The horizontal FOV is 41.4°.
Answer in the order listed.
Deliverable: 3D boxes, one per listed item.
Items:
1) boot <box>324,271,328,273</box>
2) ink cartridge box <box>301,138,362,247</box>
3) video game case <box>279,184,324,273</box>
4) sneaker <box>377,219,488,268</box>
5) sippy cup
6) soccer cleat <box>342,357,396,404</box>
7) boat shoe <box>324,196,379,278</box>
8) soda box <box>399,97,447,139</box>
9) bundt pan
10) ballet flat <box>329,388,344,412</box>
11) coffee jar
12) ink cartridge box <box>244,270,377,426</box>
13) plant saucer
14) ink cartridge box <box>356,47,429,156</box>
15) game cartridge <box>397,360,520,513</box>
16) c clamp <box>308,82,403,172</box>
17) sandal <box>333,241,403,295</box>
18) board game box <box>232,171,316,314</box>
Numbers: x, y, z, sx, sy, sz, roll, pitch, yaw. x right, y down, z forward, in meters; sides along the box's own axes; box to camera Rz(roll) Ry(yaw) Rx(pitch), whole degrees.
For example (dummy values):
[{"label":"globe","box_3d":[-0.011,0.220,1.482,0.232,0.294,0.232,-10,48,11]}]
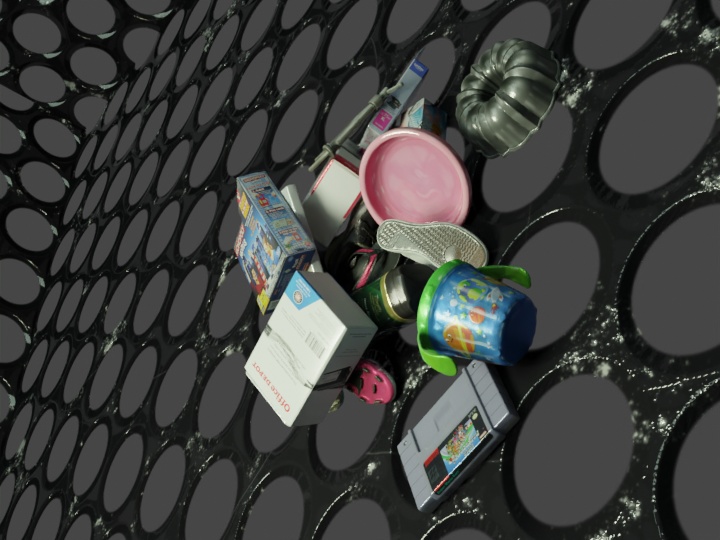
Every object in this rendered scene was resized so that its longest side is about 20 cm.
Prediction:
[{"label":"boot","box_3d":[-0.110,-0.022,1.806,0.151,0.072,0.204,-133,35,-55]},{"label":"ink cartridge box","box_3d":[-0.046,-0.151,1.787,0.146,0.084,0.200,-55,6,19]},{"label":"video game case","box_3d":[-0.127,-0.032,1.723,0.181,0.023,0.204,-29,78,62]},{"label":"sneaker","box_3d":[0.127,-0.040,1.514,0.197,0.084,0.074,19,92,34]},{"label":"sippy cup","box_3d":[0.167,0.066,1.307,0.129,0.139,0.181,17,84,40]},{"label":"soccer cleat","box_3d":[-0.006,0.164,1.572,0.197,0.086,0.071,12,111,39]},{"label":"boat shoe","box_3d":[0.003,-0.062,1.734,0.201,0.071,0.065,-52,38,25]},{"label":"soda box","box_3d":[0.105,-0.199,1.680,0.068,0.063,0.204,-28,46,45]},{"label":"bundt pan","box_3d":[0.227,-0.289,1.546,0.201,0.075,0.205,-39,38,38]},{"label":"ballet flat","box_3d":[-0.103,0.205,1.681,0.199,0.074,0.069,22,108,60]},{"label":"coffee jar","box_3d":[0.039,0.060,1.539,0.199,0.103,0.087,-32,70,43]},{"label":"ink cartridge box","box_3d":[-0.083,0.125,1.523,0.145,0.083,0.202,46,116,33]},{"label":"plant saucer","box_3d":[0.094,-0.142,1.557,0.200,0.201,0.051,-35,7,39]},{"label":"ink cartridge box","box_3d":[0.068,-0.310,1.775,0.202,0.042,0.119,-59,1,-19]},{"label":"game cartridge","box_3d":[0.132,0.229,1.336,0.201,0.038,0.130,-52,28,20]},{"label":"c clamp","box_3d":[-0.018,-0.254,1.694,0.200,0.027,0.171,-48,10,-10]},{"label":"sandal","box_3d":[0.000,0.000,1.685,0.199,0.045,0.076,-37,52,28]},{"label":"board game box","box_3d":[-0.167,-0.061,1.695,0.202,0.061,0.201,64,151,22]}]
